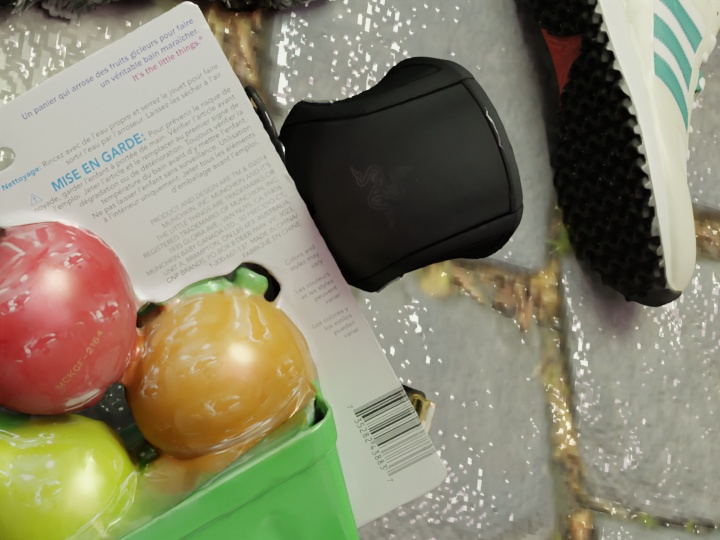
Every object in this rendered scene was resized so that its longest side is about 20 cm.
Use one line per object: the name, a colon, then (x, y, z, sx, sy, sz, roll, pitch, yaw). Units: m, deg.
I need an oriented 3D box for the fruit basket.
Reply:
fruit basket: (-0.092, 0.036, 0.832, 0.185, 0.094, 0.201, -30, 104, -4)

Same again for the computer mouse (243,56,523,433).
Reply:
computer mouse: (0.000, 0.000, 0.866, 0.046, 0.200, 0.141, -23, 100, -25)

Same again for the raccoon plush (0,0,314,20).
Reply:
raccoon plush: (-0.061, -0.157, 0.887, 0.199, 0.134, 0.097, -6, 83, -32)

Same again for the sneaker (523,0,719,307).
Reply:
sneaker: (0.129, -0.088, 1.030, 0.093, 0.070, 0.201, -11, 84, -27)
